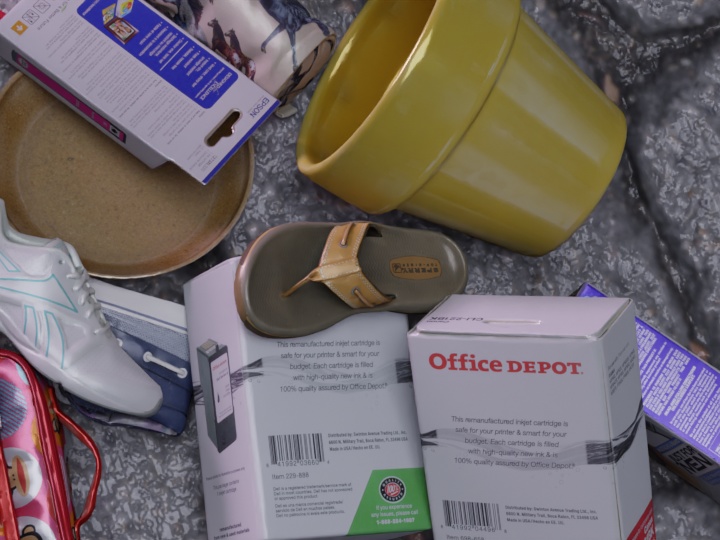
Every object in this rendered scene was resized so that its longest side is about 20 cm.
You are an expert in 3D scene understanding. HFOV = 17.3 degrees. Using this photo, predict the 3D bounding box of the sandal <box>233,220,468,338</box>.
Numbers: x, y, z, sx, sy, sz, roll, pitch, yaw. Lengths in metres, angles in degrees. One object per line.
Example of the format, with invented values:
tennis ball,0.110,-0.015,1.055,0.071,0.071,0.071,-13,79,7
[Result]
sandal,0.000,0.000,1.657,0.199,0.054,0.081,-4,80,-33

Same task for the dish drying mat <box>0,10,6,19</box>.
dish drying mat,-0.364,-0.206,1.761,0.199,0.018,0.077,29,76,-1

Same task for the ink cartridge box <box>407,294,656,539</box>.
ink cartridge box,0.123,0.122,1.661,0.143,0.084,0.201,1,111,24

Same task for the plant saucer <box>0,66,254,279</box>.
plant saucer,-0.178,-0.077,1.735,0.199,0.035,0.201,4,64,-8

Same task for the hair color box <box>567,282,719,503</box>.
hair color box,0.221,0.095,1.737,0.200,0.109,0.065,35,78,1

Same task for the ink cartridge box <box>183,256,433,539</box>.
ink cartridge box,-0.038,0.095,1.692,0.145,0.084,0.201,1,77,-32

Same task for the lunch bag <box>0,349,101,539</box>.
lunch bag,-0.267,0.158,1.656,0.175,0.082,0.201,-12,88,0

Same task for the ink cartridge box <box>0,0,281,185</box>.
ink cartridge box,-0.165,-0.144,1.731,0.200,0.037,0.095,36,63,11

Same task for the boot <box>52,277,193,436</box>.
boot,-0.210,0.054,1.703,0.199,0.073,0.091,15,72,-5

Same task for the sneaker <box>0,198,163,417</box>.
sneaker,-0.212,0.027,1.641,0.200,0.070,0.080,38,91,-2

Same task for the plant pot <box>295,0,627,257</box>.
plant pot,0.083,-0.111,1.726,0.188,0.201,0.202,30,76,-18

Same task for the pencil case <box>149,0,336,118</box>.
pencil case,-0.110,-0.202,1.767,0.200,0.090,0.078,41,48,1
